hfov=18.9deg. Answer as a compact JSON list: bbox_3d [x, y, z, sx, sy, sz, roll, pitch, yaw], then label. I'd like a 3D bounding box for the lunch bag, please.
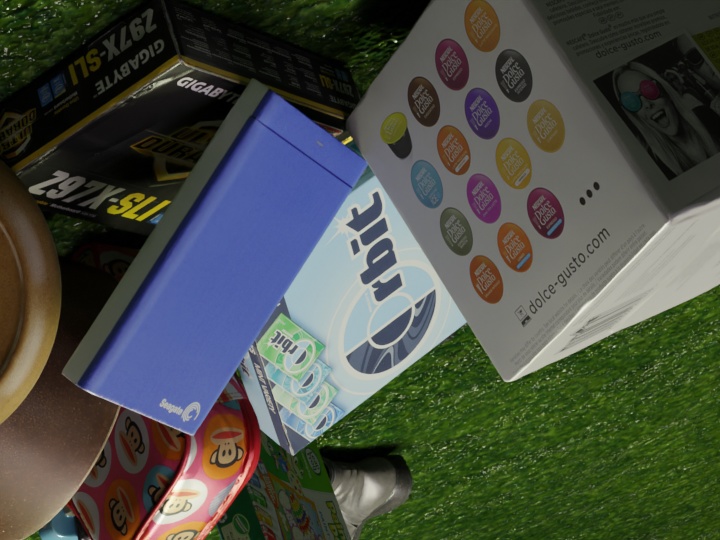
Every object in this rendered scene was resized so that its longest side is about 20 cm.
[{"bbox_3d":[-0.161,0.100,1.476,0.081,0.201,0.177,0,138,-41],"label":"lunch bag"}]

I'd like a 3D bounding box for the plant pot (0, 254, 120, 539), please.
[{"bbox_3d":[-0.272,0.045,1.316,0.199,0.188,0.186,29,131,-35],"label":"plant pot"}]

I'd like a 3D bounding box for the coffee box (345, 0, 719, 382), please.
[{"bbox_3d":[0.148,-0.088,1.286,0.199,0.199,0.200,-22,163,-35],"label":"coffee box"}]

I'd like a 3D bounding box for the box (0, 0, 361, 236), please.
[{"bbox_3d":[-0.113,-0.085,1.311,0.159,0.050,0.199,-29,158,26],"label":"box"}]

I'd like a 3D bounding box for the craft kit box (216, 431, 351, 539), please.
[{"bbox_3d":[-0.067,0.221,1.886,0.048,0.201,0.197,-26,159,13],"label":"craft kit box"}]

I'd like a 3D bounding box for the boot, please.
[{"bbox_3d":[-0.052,0.241,2.152,0.131,0.070,0.200,4,137,-42],"label":"boot"}]

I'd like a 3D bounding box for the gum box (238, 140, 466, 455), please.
[{"bbox_3d":[0.000,0.000,1.436,0.199,0.044,0.171,-37,137,-21],"label":"gum box"}]

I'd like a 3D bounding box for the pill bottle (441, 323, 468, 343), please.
[{"bbox_3d":[0.120,-0.021,1.590,0.199,0.113,0.112,-24,159,11],"label":"pill bottle"}]

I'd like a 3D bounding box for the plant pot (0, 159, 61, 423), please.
[{"bbox_3d":[-0.266,0.015,1.222,0.198,0.202,0.027,-15,-170,-13],"label":"plant pot"}]

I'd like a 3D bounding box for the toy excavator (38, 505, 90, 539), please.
[{"bbox_3d":[-0.262,0.196,1.812,0.193,0.101,0.199,1,159,-40],"label":"toy excavator"}]

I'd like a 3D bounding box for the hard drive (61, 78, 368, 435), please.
[{"bbox_3d":[-0.082,-0.004,1.285,0.201,0.025,0.132,-57,150,1],"label":"hard drive"}]
